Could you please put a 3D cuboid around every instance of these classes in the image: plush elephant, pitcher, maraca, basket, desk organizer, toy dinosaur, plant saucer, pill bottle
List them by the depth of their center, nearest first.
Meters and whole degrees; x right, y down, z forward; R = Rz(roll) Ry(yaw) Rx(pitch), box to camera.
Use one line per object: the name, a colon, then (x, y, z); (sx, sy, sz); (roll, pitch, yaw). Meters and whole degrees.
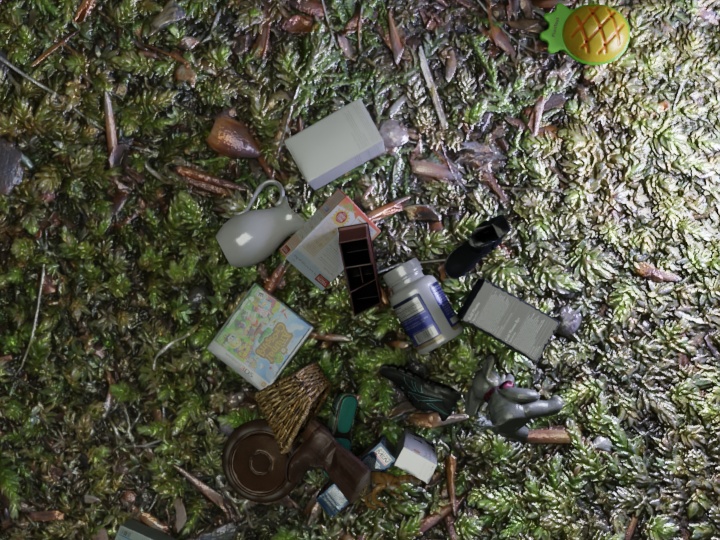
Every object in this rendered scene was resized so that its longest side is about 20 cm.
toy dinosaur: (0.032, 0.465, 1.567); (0.199, 0.060, 0.107); (9, 57, 8)
basket: (-0.127, 0.299, 1.602); (0.142, 0.200, 0.149); (-28, 85, 7)
plush elephant: (0.316, 0.286, 1.605); (0.199, 0.165, 0.155); (4, 47, -26)
desk organizer: (0.000, 0.000, 1.619); (0.071, 0.077, 0.201); (-9, 118, 4)
maraca: (0.513, -0.542, 1.625); (0.199, 0.107, 0.138); (11, 90, 5)
pill bottle: (0.138, 0.078, 1.629); (0.119, 0.120, 0.200); (-29, 86, 3)
pitcher: (-0.244, -0.111, 1.676); (0.200, 0.121, 0.172); (-28, 71, -8)
plant saucer: (-0.235, 0.456, 1.692); (0.199, 0.032, 0.201); (0, 89, 4)

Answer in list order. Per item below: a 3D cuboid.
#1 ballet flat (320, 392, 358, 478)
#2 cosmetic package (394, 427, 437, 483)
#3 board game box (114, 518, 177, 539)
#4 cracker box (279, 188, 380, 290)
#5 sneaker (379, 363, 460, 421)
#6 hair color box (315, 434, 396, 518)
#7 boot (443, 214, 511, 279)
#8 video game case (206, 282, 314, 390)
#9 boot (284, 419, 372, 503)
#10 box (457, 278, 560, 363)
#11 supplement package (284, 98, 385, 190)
ballet flat: (-0.054, 0.381, 1.664); (0.074, 0.074, 0.201); (18, 86, 5)
cosmetic package: (0.124, 0.407, 1.580); (0.082, 0.200, 0.051); (25, 91, 4)
board game box: (-0.532, 0.718, 1.691); (0.147, 0.064, 0.201); (23, 89, 6)
cracker box: (-0.070, -0.070, 1.649); (0.200, 0.058, 0.134); (-45, 124, 1)
sneaker: (0.130, 0.280, 1.647); (0.199, 0.075, 0.079); (24, 92, 5)
hair color box: (-0.005, 0.471, 1.638); (0.200, 0.100, 0.061); (-41, 85, 2)
boot: (0.255, -0.049, 1.583); (0.165, 0.200, 0.066); (-42, 86, 2)
video game case: (-0.240, 0.162, 1.705); (0.182, 0.022, 0.200); (37, 91, 5)
boot: (-0.069, 0.458, 1.571); (0.200, 0.064, 0.187); (37, 118, 30)
box: (0.321, 0.106, 1.573); (0.182, 0.200, 0.104); (29, 92, 4)
supplement package: (-0.057, -0.291, 1.658); (0.200, 0.117, 0.118); (-29, 87, 2)
